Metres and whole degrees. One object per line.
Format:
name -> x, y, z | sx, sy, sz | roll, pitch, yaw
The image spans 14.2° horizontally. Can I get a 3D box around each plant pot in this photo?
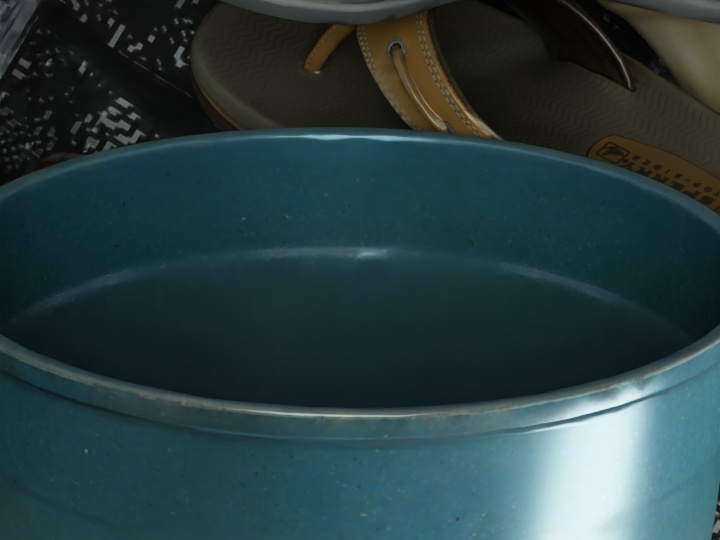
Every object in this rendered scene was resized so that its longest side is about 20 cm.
plant pot -> -0.004, 0.082, 0.729 | 0.199, 0.200, 0.189 | 2, 111, 2

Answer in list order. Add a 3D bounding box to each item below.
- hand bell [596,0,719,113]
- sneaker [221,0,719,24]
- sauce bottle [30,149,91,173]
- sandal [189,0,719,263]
hand bell -> 0.137, -0.001, 0.861 | 0.104, 0.104, 0.201 | -12, 101, 2
sneaker -> 0.033, -0.109, 0.753 | 0.199, 0.085, 0.073 | 1, 76, 0
sauce bottle -> 0.000, 0.000, 0.853 | 0.199, 0.065, 0.065 | 4, 90, 13
sandal -> 0.039, -0.051, 0.813 | 0.199, 0.054, 0.080 | 24, 54, 31
